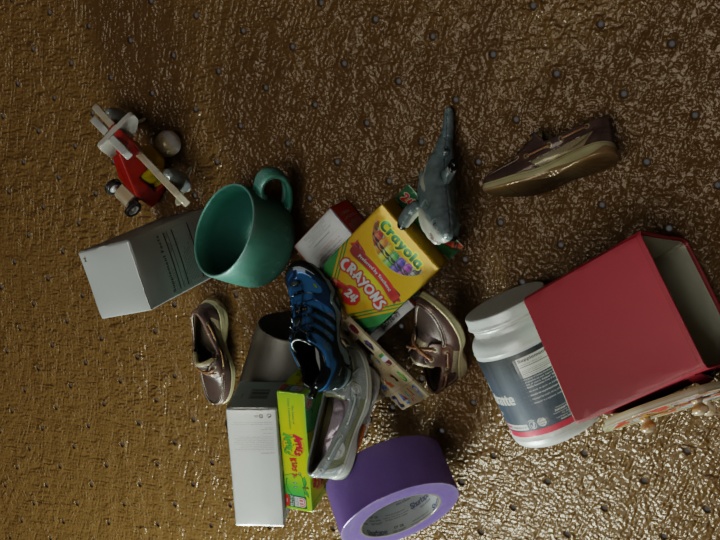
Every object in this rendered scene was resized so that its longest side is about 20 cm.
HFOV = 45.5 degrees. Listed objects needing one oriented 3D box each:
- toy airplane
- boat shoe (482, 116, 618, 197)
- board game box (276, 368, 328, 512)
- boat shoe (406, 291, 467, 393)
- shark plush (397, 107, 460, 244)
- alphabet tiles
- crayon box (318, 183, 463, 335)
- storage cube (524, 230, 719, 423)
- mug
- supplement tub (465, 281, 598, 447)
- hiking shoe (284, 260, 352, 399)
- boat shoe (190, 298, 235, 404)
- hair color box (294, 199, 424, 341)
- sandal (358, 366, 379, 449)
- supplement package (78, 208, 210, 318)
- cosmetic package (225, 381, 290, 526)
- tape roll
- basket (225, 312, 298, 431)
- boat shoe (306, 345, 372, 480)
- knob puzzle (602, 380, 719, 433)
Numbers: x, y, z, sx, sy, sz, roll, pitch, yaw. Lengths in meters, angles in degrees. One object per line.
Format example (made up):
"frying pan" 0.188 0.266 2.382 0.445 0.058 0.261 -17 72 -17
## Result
"toy airplane" -0.364 -0.197 1.430 0.198 0.141 0.201 10 132 59
"boat shoe" 0.251 -0.154 1.161 0.199 0.072 0.073 -19 68 43
"board game box" -0.083 0.261 1.348 0.047 0.102 0.202 4 109 19
"boat shoe" 0.107 0.113 1.264 0.072 0.072 0.201 36 157 33
"shark plush" 0.125 -0.127 1.199 0.090 0.202 0.083 22 161 -8
"alphabet tiles" 0.018 0.156 1.357 0.167 0.008 0.200 44 158 2
"crayon box" 0.038 -0.014 1.261 0.127 0.051 0.200 47 119 5
"storage cube" 0.347 0.072 1.094 0.179 0.170 0.202 -34 68 34
"mug" -0.166 -0.057 1.370 0.184 0.114 0.154 -27 58 36
"supplement tub" 0.244 0.133 1.216 0.139 0.140 0.202 -22 96 33
"hiking shoe" -0.070 0.080 1.252 0.074 0.086 0.202 -24 81 28
"boat shoe" -0.272 0.154 1.527 0.071 0.072 0.202 12 114 24
"hair color box" 0.000 0.000 1.348 0.200 0.061 0.101 50 121 5
"sandal" -0.010 0.228 1.398 0.079 0.059 0.208 31 120 9
"supplement package" -0.349 -0.014 1.452 0.120 0.200 0.121 -9 103 31
"cosmetic package" -0.156 0.289 1.361 0.084 0.108 0.203 0 104 4
"tape roll" 0.050 0.352 1.362 0.200 0.198 0.086 -49 47 32
"basket" -0.132 0.185 1.450 0.178 0.136 0.202 13 110 9
"boat shoe" -0.035 0.214 1.301 0.074 0.064 0.204 10 85 44
"knob puzzle" 0.405 0.174 1.080 0.218 0.219 0.031 -28 68 33
